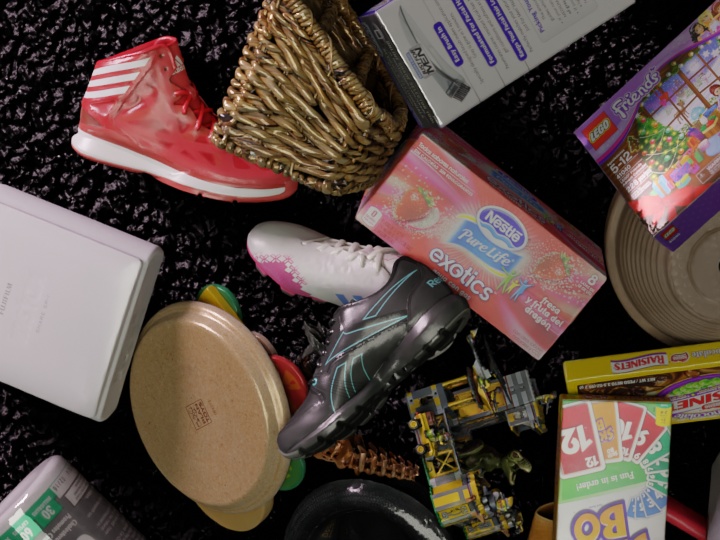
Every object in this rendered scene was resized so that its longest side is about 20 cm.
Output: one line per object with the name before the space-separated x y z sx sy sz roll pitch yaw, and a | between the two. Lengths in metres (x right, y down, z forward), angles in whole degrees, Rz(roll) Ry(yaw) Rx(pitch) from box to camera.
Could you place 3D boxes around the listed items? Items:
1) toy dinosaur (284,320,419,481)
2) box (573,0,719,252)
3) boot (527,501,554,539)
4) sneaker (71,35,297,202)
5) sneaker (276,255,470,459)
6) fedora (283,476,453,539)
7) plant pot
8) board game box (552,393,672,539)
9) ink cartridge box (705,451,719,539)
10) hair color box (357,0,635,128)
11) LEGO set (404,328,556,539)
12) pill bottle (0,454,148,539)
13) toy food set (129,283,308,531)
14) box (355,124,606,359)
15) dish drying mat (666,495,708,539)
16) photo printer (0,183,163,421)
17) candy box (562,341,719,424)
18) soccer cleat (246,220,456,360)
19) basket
toy dinosaur | -0.030 0.115 1.700 0.199 0.102 0.136 29 107 1
box | 0.288 -0.131 1.595 0.200 0.137 0.039 -43 140 13
boot | 0.151 0.271 1.730 0.200 0.071 0.145 -7 123 -5
sneaker | -0.142 -0.132 1.653 0.199 0.078 0.116 13 107 -1
sneaker | -0.001 0.074 1.608 0.200 0.075 0.079 -44 77 5
fedora | 0.028 0.256 1.727 0.200 0.092 0.201 14 123 22
plant pot | 0.308 -0.015 1.643 0.200 0.093 0.202 1 106 3
board game box | 0.214 0.207 1.664 0.095 0.030 0.201 2 100 -1
ink cartridge box | 0.405 0.222 1.665 0.199 0.145 0.084 19 132 -1
hair color box | 0.111 -0.213 1.585 0.200 0.065 0.110 -33 101 -12
LEGO set | 0.119 0.149 1.655 0.115 0.200 0.154 -18 67 9
pill bottle | -0.242 0.272 1.753 0.113 0.113 0.200 -43 98 14
toy food set | -0.124 0.120 1.692 0.200 0.049 0.198 53 131 16
box | 0.104 -0.031 1.650 0.200 0.103 0.095 38 104 -5
dish drying mat | 0.271 0.209 1.716 0.200 0.077 0.018 32 95 -5
photo printer | -0.287 0.021 1.696 0.199 0.069 0.167 22 104 10
candy box | 0.279 0.100 1.682 0.199 0.027 0.102 -8 148 7
soccer cleat | 0.000 0.000 1.668 0.199 0.070 0.086 30 133 1
basket | -0.022 -0.160 1.571 0.142 0.200 0.150 23 105 -1
